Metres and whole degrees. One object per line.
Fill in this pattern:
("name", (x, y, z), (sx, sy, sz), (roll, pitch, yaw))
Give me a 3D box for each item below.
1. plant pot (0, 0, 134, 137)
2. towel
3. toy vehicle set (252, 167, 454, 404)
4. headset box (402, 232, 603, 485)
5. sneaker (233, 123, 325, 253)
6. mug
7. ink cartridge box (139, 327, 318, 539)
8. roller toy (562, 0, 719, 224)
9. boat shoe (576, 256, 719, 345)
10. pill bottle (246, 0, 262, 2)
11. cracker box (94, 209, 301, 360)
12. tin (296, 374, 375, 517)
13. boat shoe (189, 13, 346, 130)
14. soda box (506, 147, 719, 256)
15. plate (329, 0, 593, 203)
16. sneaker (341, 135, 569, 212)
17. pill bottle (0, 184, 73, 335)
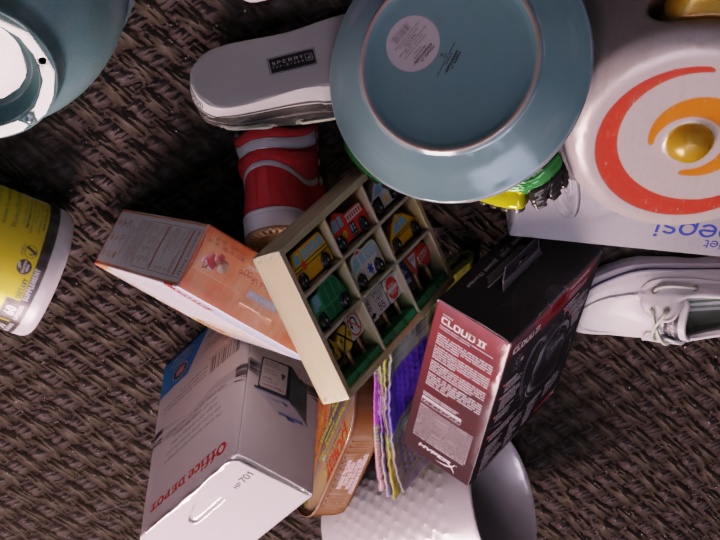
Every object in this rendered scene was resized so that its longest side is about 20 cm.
("plant pot", (-0.266, -0.180, 1.189), (0.199, 0.135, 0.201), (1, 134, 1))
("towel", (0.059, 0.092, 1.454), (0.023, 0.144, 0.201), (24, 138, 28))
("toy vehicle set", (0.000, 0.000, 1.291), (0.026, 0.200, 0.125), (-15, 108, 34))
("headset box", (0.119, 0.058, 1.396), (0.077, 0.149, 0.201), (31, 138, 20))
("sneaker", (-0.053, -0.056, 1.363), (0.071, 0.113, 0.200), (-9, 164, 8))
("mug", (0.054, 0.255, 1.561), (0.175, 0.201, 0.148), (-15, 132, 27))
("ink cartridge box", (-0.110, 0.136, 1.445), (0.086, 0.201, 0.146), (30, 128, -26))
("roller toy", (0.236, -0.132, 1.224), (0.200, 0.140, 0.182), (-32, 126, 27))
("boat shoe", (0.269, 0.029, 1.431), (0.199, 0.067, 0.074), (-13, 132, 12))
("pill bottle", (0.002, -0.258, 1.125), (0.199, 0.112, 0.112), (-12, 133, 12))
("cracker box", (-0.117, 0.010, 1.342), (0.134, 0.058, 0.200), (31, 172, -27))
("tin", (-0.023, 0.142, 1.511), (0.042, 0.112, 0.201), (5, 135, -19))
("boat shoe", (-0.029, -0.149, 1.270), (0.199, 0.071, 0.064), (-7, 161, 0))
("soda box", (0.219, -0.063, 1.345), (0.199, 0.064, 0.068), (6, 134, -5))
("plate", (0.066, -0.148, 1.186), (0.199, 0.201, 0.026), (-19, 167, 18))
("sneaker", (0.066, -0.108, 1.261), (0.199, 0.078, 0.086), (11, 133, 38))
("pill bottle", (-0.343, -0.031, 1.349), (0.199, 0.112, 0.111), (22, 131, -19))
